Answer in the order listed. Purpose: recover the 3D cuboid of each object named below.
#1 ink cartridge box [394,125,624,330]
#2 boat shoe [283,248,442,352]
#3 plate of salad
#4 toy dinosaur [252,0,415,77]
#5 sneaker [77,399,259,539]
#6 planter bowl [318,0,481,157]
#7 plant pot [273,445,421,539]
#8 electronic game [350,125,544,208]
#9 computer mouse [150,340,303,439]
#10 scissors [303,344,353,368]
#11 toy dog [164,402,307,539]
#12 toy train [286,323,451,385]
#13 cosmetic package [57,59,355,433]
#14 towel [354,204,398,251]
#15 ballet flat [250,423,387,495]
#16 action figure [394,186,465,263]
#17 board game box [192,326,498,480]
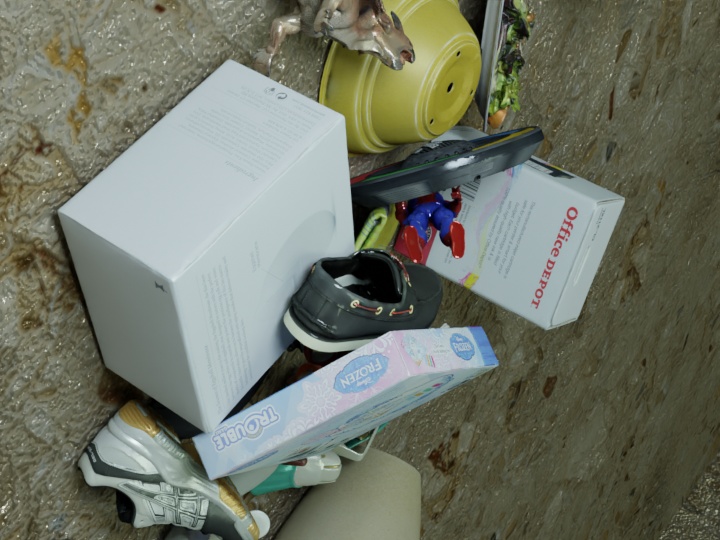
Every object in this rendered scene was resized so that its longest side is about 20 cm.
[{"bbox_3d":[0.154,-0.047,1.511,0.083,0.200,0.146,-10,124,-58],"label":"ink cartridge box"},{"bbox_3d":[0.017,0.019,1.196,0.201,0.074,0.063,-9,135,-57],"label":"boat shoe"},{"bbox_3d":[0.145,-0.233,1.416,0.200,0.048,0.201,9,90,-84],"label":"plate of salad"},{"bbox_3d":[-0.029,-0.239,1.141,0.136,0.086,0.200,-50,137,-45],"label":"toy dinosaur"},{"bbox_3d":[-0.171,0.196,1.273,0.088,0.076,0.200,-43,126,-2],"label":"sneaker"},{"bbox_3d":[0.054,-0.182,1.334,0.200,0.083,0.201,-42,147,-36],"label":"planter bowl"},{"bbox_3d":[-0.009,0.306,1.611,0.187,0.187,0.200,65,44,-59],"label":"plant pot"},{"bbox_3d":[0.075,-0.101,1.352,0.200,0.200,0.042,-26,101,-50],"label":"electronic game"},{"bbox_3d":[-0.107,0.073,1.307,0.200,0.046,0.141,-35,144,-32],"label":"computer mouse"},{"bbox_3d":[-0.029,0.094,1.298,0.073,0.014,0.200,-16,148,-26],"label":"scissors"},{"bbox_3d":[-0.117,0.220,1.394,0.132,0.096,0.200,-16,128,-55],"label":"toy dog"},{"bbox_3d":[-0.012,0.092,1.423,0.200,0.056,0.150,-33,178,16],"label":"toy train"},{"bbox_3d":[-0.113,-0.018,1.140,0.200,0.123,0.200,-48,153,-30],"label":"cosmetic package"},{"bbox_3d":[0.000,0.000,1.400,0.200,0.023,0.144,-34,149,-84],"label":"towel"},{"bbox_3d":[-0.035,0.186,1.540,0.200,0.070,0.067,-35,144,-42],"label":"ballet flat"},{"bbox_3d":[0.066,-0.053,1.363,0.200,0.065,0.052,-93,172,-78],"label":"action figure"},{"bbox_3d":[-0.008,0.108,1.213,0.200,0.043,0.199,-29,168,22],"label":"board game box"}]
